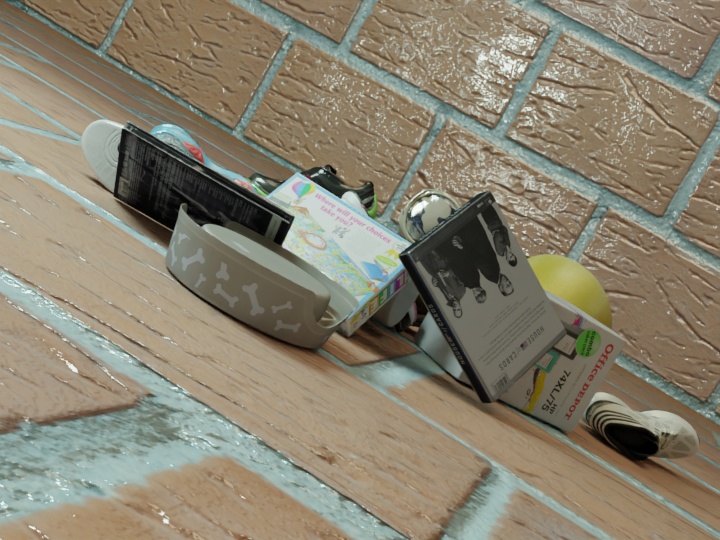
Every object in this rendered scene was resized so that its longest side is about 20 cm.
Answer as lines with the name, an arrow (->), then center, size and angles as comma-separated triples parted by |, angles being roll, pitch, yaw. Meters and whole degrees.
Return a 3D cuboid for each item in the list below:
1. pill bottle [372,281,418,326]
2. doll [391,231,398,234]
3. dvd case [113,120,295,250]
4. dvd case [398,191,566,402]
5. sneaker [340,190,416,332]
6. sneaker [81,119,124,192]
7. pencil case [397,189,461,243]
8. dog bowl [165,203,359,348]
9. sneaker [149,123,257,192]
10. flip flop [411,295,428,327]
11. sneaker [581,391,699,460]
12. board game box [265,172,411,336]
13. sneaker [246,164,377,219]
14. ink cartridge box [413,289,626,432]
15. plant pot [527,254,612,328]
pill bottle -> -0.024, -0.015, 1.413 | 0.200, 0.111, 0.111 | 32, 6, 18
doll -> -0.009, -0.034, 1.620 | 0.200, 0.137, 0.048 | 17, 38, 23
dvd case -> -0.174, -0.071, 1.222 | 0.200, 0.016, 0.149 | 30, -30, 0
dvd case -> 0.146, 0.030, 1.309 | 0.025, 0.150, 0.200 | -14, -71, 55
sneaker -> 0.000, 0.000, 1.506 | 0.200, 0.086, 0.080 | 59, -8, 11
sneaker -> -0.239, -0.101, 1.352 | 0.200, 0.073, 0.112 | 36, 0, 8
pencil case -> 0.087, -0.033, 1.447 | 0.090, 0.078, 0.200 | 59, -10, 15
dog bowl -> -0.101, 0.008, 1.101 | 0.200, 0.059, 0.200 | 29, 5, -3
sneaker -> -0.218, -0.103, 1.509 | 0.200, 0.079, 0.096 | 38, 35, -9
flip flop -> 0.082, 0.051, 1.572 | 0.200, 0.058, 0.081 | 19, 4, 7
sneaker -> 0.416, 0.249, 1.618 | 0.200, 0.076, 0.115 | 20, 17, -18
board game box -> -0.045, -0.023, 1.314 | 0.200, 0.134, 0.034 | 33, -33, 26
sneaker -> -0.072, -0.119, 1.684 | 0.200, 0.084, 0.077 | 10, -4, -4
ink cartridge box -> 0.207, 0.091, 1.477 | 0.200, 0.147, 0.146 | 26, 6, -26
plant pot -> 0.283, 0.089, 1.813 | 0.200, 0.200, 0.142 | 32, 34, 24
